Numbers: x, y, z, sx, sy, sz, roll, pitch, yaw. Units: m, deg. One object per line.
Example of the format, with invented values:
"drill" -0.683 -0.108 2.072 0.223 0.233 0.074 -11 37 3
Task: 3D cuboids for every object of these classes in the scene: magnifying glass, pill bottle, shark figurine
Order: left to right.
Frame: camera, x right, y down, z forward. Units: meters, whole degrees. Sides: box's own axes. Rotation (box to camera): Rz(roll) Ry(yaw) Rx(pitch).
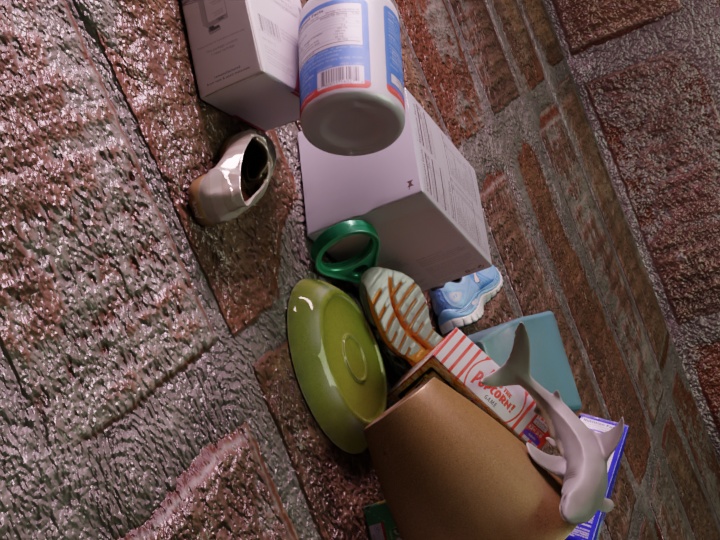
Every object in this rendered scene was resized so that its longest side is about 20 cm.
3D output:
"pill bottle" -0.011 -0.232 1.410 0.112 0.112 0.201 44 37 -50
"magnifying glass" 0.000 0.000 1.534 0.022 0.079 0.200 64 4 29
"shark figurine" 0.219 0.159 1.328 0.128 0.090 0.215 19 36 -41

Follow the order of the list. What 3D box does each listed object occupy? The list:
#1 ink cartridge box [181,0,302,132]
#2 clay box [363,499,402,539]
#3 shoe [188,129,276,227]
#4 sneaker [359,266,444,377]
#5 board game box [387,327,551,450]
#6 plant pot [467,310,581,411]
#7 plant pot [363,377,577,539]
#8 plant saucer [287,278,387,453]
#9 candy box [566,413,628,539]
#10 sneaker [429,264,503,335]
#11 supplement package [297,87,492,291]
"ink cartridge box" -0.123 -0.270 1.434 0.146 0.083 0.201 21 54 -63
"clay box" 0.077 0.314 1.469 0.200 0.047 0.115 23 50 -63
"shoe" -0.115 -0.098 1.344 0.070 0.053 0.200 64 22 -17
"sneaker" 0.045 0.074 1.563 0.078 0.077 0.200 -52 128 -27
"board game box" 0.117 0.157 1.464 0.151 0.200 0.046 43 66 2
"plant pot" 0.177 0.144 1.751 0.200 0.141 0.142 -1 72 -60
"plant pot" 0.099 0.215 1.349 0.200 0.186 0.186 54 21 4
"plant saucer" -0.018 0.099 1.448 0.200 0.031 0.200 51 28 -41
"candy box" 0.297 0.324 1.799 0.169 0.077 0.200 89 23 -50
"sneaker" 0.144 0.011 1.861 0.090 0.078 0.200 62 22 -12
"supplement package" 0.042 -0.084 1.583 0.200 0.151 0.151 42 35 -51
